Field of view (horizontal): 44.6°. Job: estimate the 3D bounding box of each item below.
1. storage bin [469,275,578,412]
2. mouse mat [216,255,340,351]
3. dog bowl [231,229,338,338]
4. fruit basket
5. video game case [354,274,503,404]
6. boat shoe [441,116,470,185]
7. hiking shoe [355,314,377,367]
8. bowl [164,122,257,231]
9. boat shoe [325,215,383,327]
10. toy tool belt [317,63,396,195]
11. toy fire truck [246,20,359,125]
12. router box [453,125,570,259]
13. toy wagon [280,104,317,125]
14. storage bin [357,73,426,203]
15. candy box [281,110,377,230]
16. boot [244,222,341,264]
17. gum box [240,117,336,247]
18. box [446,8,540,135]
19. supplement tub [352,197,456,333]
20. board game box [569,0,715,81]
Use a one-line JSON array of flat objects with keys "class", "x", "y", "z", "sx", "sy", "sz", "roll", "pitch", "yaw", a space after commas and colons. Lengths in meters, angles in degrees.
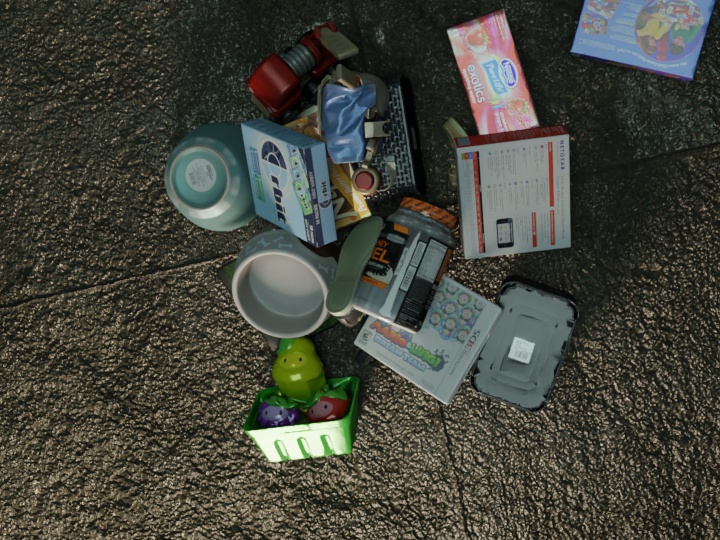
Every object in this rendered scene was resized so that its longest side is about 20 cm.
[{"class": "storage bin", "x": 0.278, "y": 0.122, "z": 1.494, "sx": 0.135, "sy": 0.094, "sz": 0.201, "roll": 19, "pitch": 99, "yaw": 9}, {"class": "mouse mat", "x": -0.147, "y": 0.046, "z": 1.582, "sx": 0.161, "sy": 0.008, "sz": 0.200, "roll": -27, "pitch": 108, "yaw": 24}, {"class": "dog bowl", "x": -0.133, "y": 0.030, "z": 1.533, "sx": 0.199, "sy": 0.059, "sz": 0.201, "roll": 6, "pitch": 119, "yaw": 10}, {"class": "fruit basket", "x": -0.105, "y": 0.223, "z": 1.573, "sx": 0.215, "sy": 0.156, "sz": 0.216, "roll": 3, "pitch": 117, "yaw": 7}, {"class": "video game case", "x": 0.111, "y": 0.095, "z": 1.473, "sx": 0.200, "sy": 0.024, "sz": 0.182, "roll": 31, "pitch": 93, "yaw": 26}, {"class": "boat shoe", "x": 0.184, "y": -0.164, "z": 1.494, "sx": 0.066, "sy": 0.074, "sz": 0.200, "roll": -29, "pitch": 91, "yaw": 8}, {"class": "hiking shoe", "x": 0.028, "y": 0.071, "z": 1.565, "sx": 0.100, "sy": 0.076, "sz": 0.201, "roll": 26, "pitch": 92, "yaw": 16}, {"class": "bowl", "x": -0.271, "y": -0.166, "z": 1.574, "sx": 0.200, "sy": 0.105, "sz": 0.202, "roll": 2, "pitch": 98, "yaw": 12}, {"class": "boat shoe", "x": 0.000, "y": 0.000, "z": 1.516, "sx": 0.072, "sy": 0.061, "sz": 0.202, "roll": 3, "pitch": 59, "yaw": 36}, {"class": "toy tool belt", "x": -0.010, "y": -0.214, "z": 1.362, "sx": 0.124, "sy": 0.123, "sz": 0.201, "roll": -5, "pitch": 96, "yaw": 13}, {"class": "toy fire truck", "x": -0.088, "y": -0.338, "z": 1.446, "sx": 0.176, "sy": 0.200, "sz": 0.129, "roll": -41, "pitch": 86, "yaw": -13}, {"class": "router box", "x": 0.249, "y": -0.125, "z": 1.435, "sx": 0.179, "sy": 0.049, "sz": 0.201, "roll": -6, "pitch": 117, "yaw": 2}, {"class": "toy wagon", "x": -0.082, "y": -0.189, "z": 1.565, "sx": 0.155, "sy": 0.040, "sz": 0.201, "roll": 19, "pitch": 101, "yaw": 9}, {"class": "storage bin", "x": 0.048, "y": -0.220, "z": 1.483, "sx": 0.093, "sy": 0.135, "sz": 0.201, "roll": -9, "pitch": 95, "yaw": 13}, {"class": "candy box", "x": -0.061, "y": -0.169, "z": 1.513, "sx": 0.115, "sy": 0.055, "sz": 0.201, "roll": -20, "pitch": 94, "yaw": 17}, {"class": "boot", "x": -0.118, "y": -0.002, "z": 1.588, "sx": 0.200, "sy": 0.070, "sz": 0.146, "roll": 39, "pitch": 112, "yaw": -1}, {"class": "gum box", "x": -0.120, "y": -0.150, "z": 1.462, "sx": 0.200, "sy": 0.044, "sz": 0.170, "roll": 29, "pitch": 133, "yaw": 49}, {"class": "box", "x": 0.223, "y": -0.315, "z": 1.457, "sx": 0.102, "sy": 0.095, "sz": 0.201, "roll": -16, "pitch": 93, "yaw": 12}, {"class": "supplement tub", "x": 0.076, "y": -0.010, "z": 1.430, "sx": 0.122, "sy": 0.123, "sz": 0.201, "roll": 22, "pitch": 87, "yaw": 8}, {"class": "board game box", "x": 0.455, "y": -0.397, "z": 1.424, "sx": 0.199, "sy": 0.045, "sz": 0.135, "roll": 16, "pitch": 100, "yaw": 10}]
